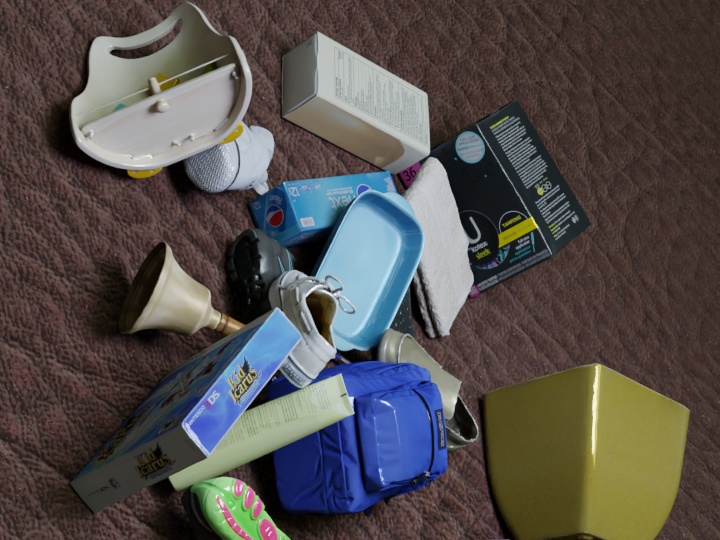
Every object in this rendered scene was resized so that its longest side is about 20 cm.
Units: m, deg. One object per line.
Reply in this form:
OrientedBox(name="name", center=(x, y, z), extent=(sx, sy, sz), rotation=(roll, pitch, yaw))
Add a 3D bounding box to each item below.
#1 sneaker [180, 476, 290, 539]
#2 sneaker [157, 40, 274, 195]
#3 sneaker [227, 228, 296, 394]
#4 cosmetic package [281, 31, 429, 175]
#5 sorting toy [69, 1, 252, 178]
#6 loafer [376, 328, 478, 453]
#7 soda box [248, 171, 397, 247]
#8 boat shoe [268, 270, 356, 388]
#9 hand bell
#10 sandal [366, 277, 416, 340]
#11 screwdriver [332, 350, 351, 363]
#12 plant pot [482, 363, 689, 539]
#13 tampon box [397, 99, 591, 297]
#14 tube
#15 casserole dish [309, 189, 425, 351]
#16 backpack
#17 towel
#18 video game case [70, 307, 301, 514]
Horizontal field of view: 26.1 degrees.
OrientedBox(name="sneaker", center=(-0.116, 0.286, 1.576), extent=(0.077, 0.084, 0.200), rotation=(-42, 118, -36))
OrientedBox(name="sneaker", center=(-0.171, -0.170, 1.800), extent=(0.115, 0.075, 0.200), rotation=(13, 47, -57))
OrientedBox(name="sneaker", center=(-0.098, 0.048, 1.742), extent=(0.079, 0.075, 0.200), rotation=(24, 52, -41))
OrientedBox(name="cosmetic package", center=(-0.005, -0.213, 2.002), extent=(0.200, 0.071, 0.105), rotation=(26, 51, -36))
OrientedBox(name="sorting toy", center=(-0.222, -0.215, 1.714), extent=(0.107, 0.200, 0.180), rotation=(66, 3, -56))
OrientedBox(name="loafer", center=(0.083, 0.141, 1.846), extent=(0.200, 0.068, 0.076), rotation=(57, 36, -37))
OrientedBox(name="soda box", center=(-0.038, -0.074, 1.885), extent=(0.200, 0.068, 0.064), rotation=(-9, 76, -50))
OrientedBox(name="boat shoe", center=(-0.047, 0.041, 1.645), extent=(0.075, 0.086, 0.202), rotation=(46, 16, -18))
OrientedBox(name="hand bell", center=(-0.142, 0.060, 1.633), extent=(0.200, 0.104, 0.104), rotation=(27, 49, -20))
OrientedBox(name="sandal", center=(0.028, 0.061, 1.901), extent=(0.075, 0.048, 0.201), rotation=(-7, 85, -50))
OrientedBox(name="screwdriver", center=(-0.016, 0.112, 1.835), extent=(0.200, 0.029, 0.028), rotation=(40, 43, -29))
OrientedBox(name="plant pot", center=(0.277, 0.257, 1.944), extent=(0.194, 0.195, 0.200), rotation=(26, 59, -35))
OrientedBox(name="tampon box", center=(0.177, -0.096, 2.068), extent=(0.200, 0.150, 0.126), rotation=(59, 38, -2))
OrientedBox(name="tube", center=(-0.103, 0.165, 1.576), extent=(0.052, 0.200, 0.058), rotation=(66, 0, -71))
OrientedBox(name="casserole dish", center=(0.000, 0.000, 1.829), extent=(0.121, 0.039, 0.200), rotation=(35, 71, -29))
OrientedBox(name="backpack", center=(0.015, 0.184, 1.701), extent=(0.200, 0.167, 0.163), rotation=(-5, 93, -58))
OrientedBox(name="towel", center=(0.096, -0.026, 1.971), extent=(0.133, 0.034, 0.200), rotation=(-59, 138, -48))
OrientedBox(name="video game case", center=(-0.170, 0.136, 1.524), extent=(0.045, 0.181, 0.200), rotation=(50, 40, -10))
